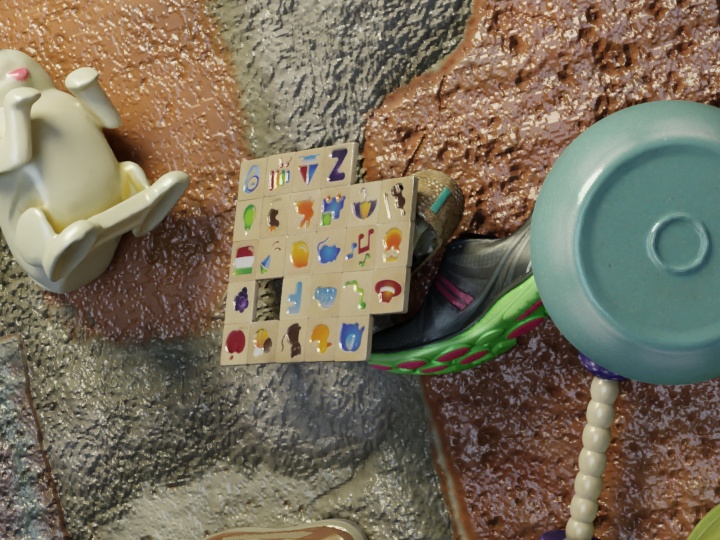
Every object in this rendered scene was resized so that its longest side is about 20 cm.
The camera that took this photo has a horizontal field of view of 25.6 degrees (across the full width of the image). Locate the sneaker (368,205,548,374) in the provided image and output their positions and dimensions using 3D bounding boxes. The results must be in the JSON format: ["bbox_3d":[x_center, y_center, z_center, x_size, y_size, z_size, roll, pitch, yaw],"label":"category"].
[{"bbox_3d":[0.086,0.018,1.191,0.200,0.077,0.084,-32,62,24],"label":"sneaker"}]

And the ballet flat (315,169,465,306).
[{"bbox_3d":[0.000,0.000,1.203,0.070,0.065,0.200,39,122,-4],"label":"ballet flat"}]

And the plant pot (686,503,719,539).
[{"bbox_3d":[0.288,0.261,1.066,0.200,0.184,0.201,3,99,23],"label":"plant pot"}]

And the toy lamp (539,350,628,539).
[{"bbox_3d":[0.169,0.153,1.175,0.058,0.058,0.200,13,100,22],"label":"toy lamp"}]

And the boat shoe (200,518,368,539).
[{"bbox_3d":[-0.089,0.248,1.292,0.200,0.072,0.076,-21,89,25],"label":"boat shoe"}]

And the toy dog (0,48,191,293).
[{"bbox_3d":[-0.261,-0.094,1.299,0.200,0.140,0.194,52,150,7],"label":"toy dog"}]

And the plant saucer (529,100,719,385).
[{"bbox_3d":[0.218,-0.019,1.096,0.200,0.036,0.200,0,92,2],"label":"plant saucer"}]

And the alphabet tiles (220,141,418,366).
[{"bbox_3d":[-0.033,-0.013,1.197,0.200,0.008,0.167,-5,75,45],"label":"alphabet tiles"}]
